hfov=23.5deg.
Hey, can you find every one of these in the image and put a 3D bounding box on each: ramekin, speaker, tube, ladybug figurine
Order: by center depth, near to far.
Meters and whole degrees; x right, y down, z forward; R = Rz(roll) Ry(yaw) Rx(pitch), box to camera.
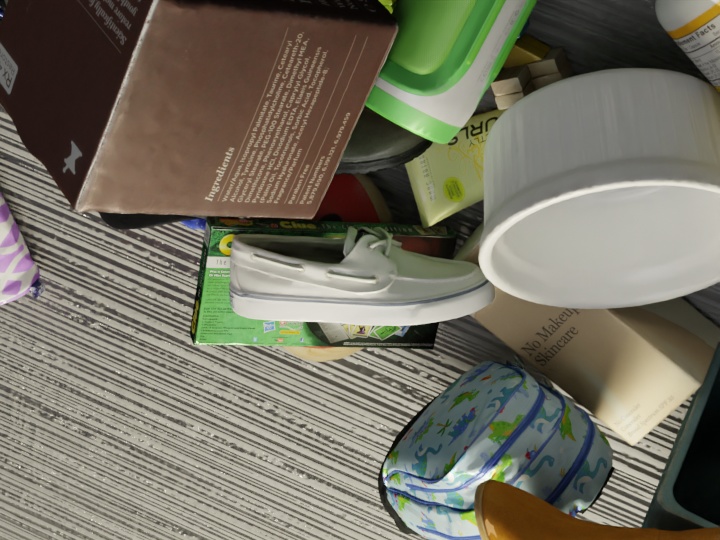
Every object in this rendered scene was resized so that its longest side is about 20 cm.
[{"bbox_3d":[0.074,-0.192,1.189,0.088,0.088,0.200,29,102,6],"label":"speaker"},{"bbox_3d":[0.178,-0.057,1.203,0.200,0.098,0.201,-3,154,-1],"label":"ramekin"},{"bbox_3d":[0.116,-0.094,1.300,0.200,0.058,0.052,-17,135,36],"label":"tube"},{"bbox_3d":[-0.037,-0.005,1.414,0.135,0.072,0.201,11,124,19],"label":"ladybug figurine"}]

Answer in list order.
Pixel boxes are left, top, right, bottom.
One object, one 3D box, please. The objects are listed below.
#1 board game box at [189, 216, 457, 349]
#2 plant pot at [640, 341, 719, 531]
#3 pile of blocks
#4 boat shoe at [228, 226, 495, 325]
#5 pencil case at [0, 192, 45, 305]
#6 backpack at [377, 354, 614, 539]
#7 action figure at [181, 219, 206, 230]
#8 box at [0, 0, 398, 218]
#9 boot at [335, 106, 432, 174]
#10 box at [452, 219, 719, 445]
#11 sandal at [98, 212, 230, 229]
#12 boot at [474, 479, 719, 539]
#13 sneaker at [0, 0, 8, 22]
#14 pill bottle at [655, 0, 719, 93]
[{"bbox_3d":[-0.029,0.011,1.353,0.199,0.023,0.105,2,119,-19],"label":"board game box"},{"bbox_3d":[0.306,0.217,1.330,0.195,0.196,0.200,26,134,8],"label":"plant pot"},{"bbox_3d":[0.059,-0.181,1.262,0.200,0.062,0.082,24,128,9],"label":"pile of blocks"},{"bbox_3d":[0.000,0.000,1.283,0.199,0.074,0.066,-2,111,1],"label":"boat shoe"},{"bbox_3d":[-0.359,-0.054,1.527,0.084,0.086,0.200,-13,114,29],"label":"pencil case"},{"bbox_3d":[0.106,0.146,1.331,0.154,0.163,0.200,54,168,-29],"label":"backpack"},{"bbox_3d":[-0.161,-0.063,1.395,0.200,0.099,0.065,18,96,46],"label":"action figure"},{"bbox_3d":[-0.117,-0.147,1.174,0.166,0.200,0.165,49,125,38],"label":"box"},{"bbox_3d":[-0.044,-0.150,1.323,0.199,0.068,0.131,11,124,26],"label":"boot"},{"bbox_3d":[0.169,0.030,1.336,0.200,0.078,0.095,37,130,-1],"label":"box"},{"bbox_3d":[-0.121,-0.070,1.325,0.200,0.043,0.076,-17,85,24],"label":"sandal"},{"bbox_3d":[0.186,0.191,1.188,0.144,0.071,0.201,-21,130,36],"label":"boot"},{"bbox_3d":[-0.239,-0.188,1.364,0.199,0.115,0.081,30,130,5],"label":"sneaker"},{"bbox_3d":[0.266,-0.169,1.140,0.200,0.113,0.113,46,128,-9],"label":"pill bottle"}]
